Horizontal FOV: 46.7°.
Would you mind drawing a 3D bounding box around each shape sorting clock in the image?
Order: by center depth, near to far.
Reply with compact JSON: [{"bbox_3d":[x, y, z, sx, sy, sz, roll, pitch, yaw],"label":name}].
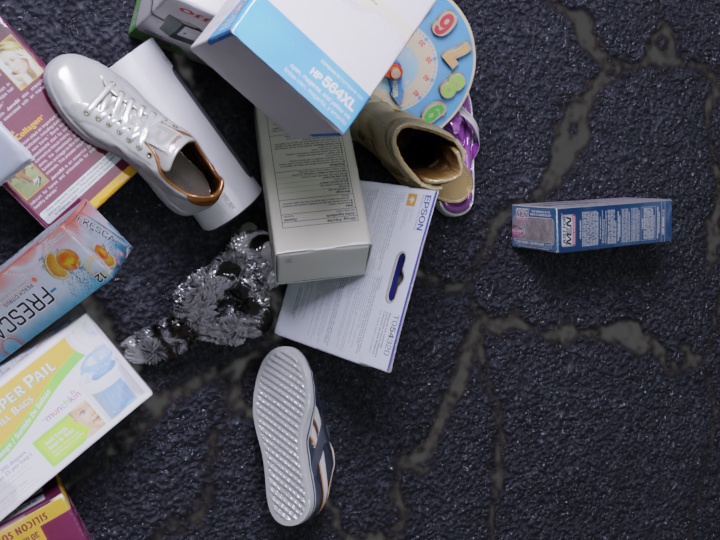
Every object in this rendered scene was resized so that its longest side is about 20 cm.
[{"bbox_3d":[0.039,-0.237,0.977,0.198,0.039,0.201,-4,125,-5],"label":"shape sorting clock"}]

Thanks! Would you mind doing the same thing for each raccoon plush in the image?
[{"bbox_3d":[-0.172,0.016,0.935,0.198,0.134,0.097,-13,119,8],"label":"raccoon plush"}]

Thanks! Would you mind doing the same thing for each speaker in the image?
[{"bbox_3d":[-0.195,-0.143,0.891,0.081,0.081,0.201,-41,109,-17],"label":"speaker"}]

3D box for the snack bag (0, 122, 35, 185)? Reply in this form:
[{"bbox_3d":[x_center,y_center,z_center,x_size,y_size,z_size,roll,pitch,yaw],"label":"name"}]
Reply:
[{"bbox_3d":[-0.419,-0.134,0.749,0.200,0.188,0.021,51,29,-21],"label":"snack bag"}]

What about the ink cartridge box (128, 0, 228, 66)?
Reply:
[{"bbox_3d":[-0.138,-0.266,0.841,0.145,0.200,0.085,17,87,-25],"label":"ink cartridge box"}]

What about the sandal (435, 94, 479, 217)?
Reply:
[{"bbox_3d":[0.120,-0.170,1.057,0.082,0.050,0.204,-16,101,-24],"label":"sandal"}]

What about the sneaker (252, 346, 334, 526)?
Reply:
[{"bbox_3d":[-0.077,0.191,0.983,0.079,0.078,0.202,18,68,-68],"label":"sneaker"}]

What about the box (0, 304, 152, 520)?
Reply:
[{"bbox_3d":[-0.329,0.140,0.838,0.200,0.101,0.113,-41,110,-17],"label":"box"}]

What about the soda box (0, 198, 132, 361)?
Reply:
[{"bbox_3d":[-0.316,0.019,0.799,0.199,0.064,0.068,-33,112,20],"label":"soda box"}]

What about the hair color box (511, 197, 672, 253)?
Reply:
[{"bbox_3d":[0.314,-0.064,1.133,0.198,0.100,0.061,-5,98,-25],"label":"hair color box"}]

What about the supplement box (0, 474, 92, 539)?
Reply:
[{"bbox_3d":[-0.327,0.329,0.855,0.130,0.103,0.201,-28,106,-21],"label":"supplement box"}]

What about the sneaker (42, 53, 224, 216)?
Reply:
[{"bbox_3d":[-0.206,-0.137,0.796,0.200,0.084,0.073,42,64,-24],"label":"sneaker"}]

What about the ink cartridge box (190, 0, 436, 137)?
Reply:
[{"bbox_3d":[-0.026,-0.232,0.717,0.125,0.128,0.201,39,80,-24],"label":"ink cartridge box"}]

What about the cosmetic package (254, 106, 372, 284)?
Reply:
[{"bbox_3d":[-0.055,-0.093,0.904,0.104,0.071,0.202,-5,63,-8],"label":"cosmetic package"}]

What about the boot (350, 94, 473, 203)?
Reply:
[{"bbox_3d":[0.081,-0.122,0.949,0.200,0.155,0.073,36,94,-31],"label":"boot"}]

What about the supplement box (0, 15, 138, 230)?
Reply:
[{"bbox_3d":[-0.331,-0.138,0.822,0.110,0.086,0.200,-46,112,-15],"label":"supplement box"}]

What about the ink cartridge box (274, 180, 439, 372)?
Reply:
[{"bbox_3d":[0.000,0.000,0.933,0.043,0.199,0.198,18,87,-45],"label":"ink cartridge box"}]
